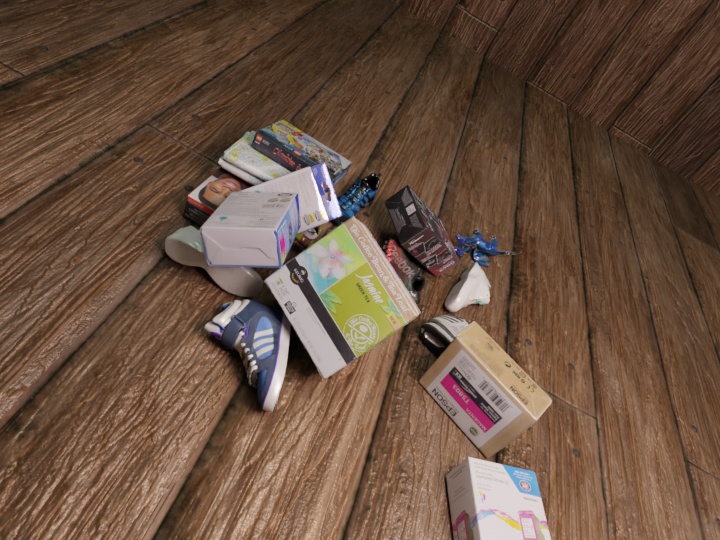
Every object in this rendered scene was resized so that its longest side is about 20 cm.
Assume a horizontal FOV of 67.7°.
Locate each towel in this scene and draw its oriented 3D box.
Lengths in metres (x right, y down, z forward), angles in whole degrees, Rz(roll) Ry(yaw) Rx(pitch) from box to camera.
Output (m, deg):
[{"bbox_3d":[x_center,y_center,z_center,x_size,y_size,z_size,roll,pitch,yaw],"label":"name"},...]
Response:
[{"bbox_3d":[-0.198,-0.229,1.194,0.198,0.048,0.172,27,34,-4],"label":"towel"}]

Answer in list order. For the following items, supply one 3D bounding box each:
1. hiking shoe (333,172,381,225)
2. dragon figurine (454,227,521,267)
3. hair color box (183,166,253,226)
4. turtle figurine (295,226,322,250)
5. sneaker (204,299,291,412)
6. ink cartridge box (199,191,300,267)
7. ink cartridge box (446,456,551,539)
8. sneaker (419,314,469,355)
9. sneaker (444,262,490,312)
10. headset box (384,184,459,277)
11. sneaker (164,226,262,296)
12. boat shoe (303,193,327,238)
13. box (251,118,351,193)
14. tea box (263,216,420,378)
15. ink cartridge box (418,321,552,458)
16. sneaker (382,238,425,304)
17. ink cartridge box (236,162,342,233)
[{"bbox_3d":[-0.017,-0.184,1.329,0.074,0.087,0.200,35,40,5],"label":"hiking shoe"},{"bbox_3d":[0.335,-0.052,1.442,0.198,0.059,0.100,25,40,-7],"label":"dragon figurine"},{"bbox_3d":[-0.283,-0.162,1.158,0.101,0.062,0.201,30,41,-3],"label":"hair color box"},{"bbox_3d":[-0.162,-0.119,1.164,0.159,0.065,0.201,27,50,1],"label":"turtle figurine"},{"bbox_3d":[-0.197,0.136,0.907,0.144,0.081,0.202,12,47,-10],"label":"sneaker"},{"bbox_3d":[-0.187,-0.085,0.972,0.134,0.077,0.201,2,31,6],"label":"ink cartridge box"},{"bbox_3d":[0.229,0.428,0.871,0.142,0.085,0.202,17,43,-17],"label":"ink cartridge box"},{"bbox_3d":[0.231,0.165,1.144,0.200,0.076,0.115,44,43,18],"label":"sneaker"},{"bbox_3d":[0.271,0.055,1.291,0.089,0.075,0.200,47,40,0],"label":"sneaker"},{"bbox_3d":[0.156,-0.088,1.303,0.199,0.075,0.150,36,28,-47],"label":"headset box"},{"bbox_3d":[-0.263,-0.029,1.018,0.198,0.076,0.089,30,36,1],"label":"sneaker"},{"bbox_3d":[-0.110,-0.160,1.262,0.071,0.066,0.202,21,41,-13],"label":"boat shoe"},{"bbox_3d":[-0.129,-0.263,1.213,0.198,0.038,0.137,32,32,1],"label":"box"},{"bbox_3d":[-0.026,0.046,0.949,0.201,0.196,0.134,56,6,7],"label":"tea box"},{"bbox_3d":[0.228,0.226,1.011,0.200,0.166,0.075,46,44,17],"label":"ink cartridge box"},{"bbox_3d":[0.095,0.006,1.203,0.096,0.071,0.202,-3,46,3],"label":"sneaker"},{"bbox_3d":[-0.147,-0.134,1.099,0.197,0.042,0.121,-21,100,-6],"label":"ink cartridge box"}]
